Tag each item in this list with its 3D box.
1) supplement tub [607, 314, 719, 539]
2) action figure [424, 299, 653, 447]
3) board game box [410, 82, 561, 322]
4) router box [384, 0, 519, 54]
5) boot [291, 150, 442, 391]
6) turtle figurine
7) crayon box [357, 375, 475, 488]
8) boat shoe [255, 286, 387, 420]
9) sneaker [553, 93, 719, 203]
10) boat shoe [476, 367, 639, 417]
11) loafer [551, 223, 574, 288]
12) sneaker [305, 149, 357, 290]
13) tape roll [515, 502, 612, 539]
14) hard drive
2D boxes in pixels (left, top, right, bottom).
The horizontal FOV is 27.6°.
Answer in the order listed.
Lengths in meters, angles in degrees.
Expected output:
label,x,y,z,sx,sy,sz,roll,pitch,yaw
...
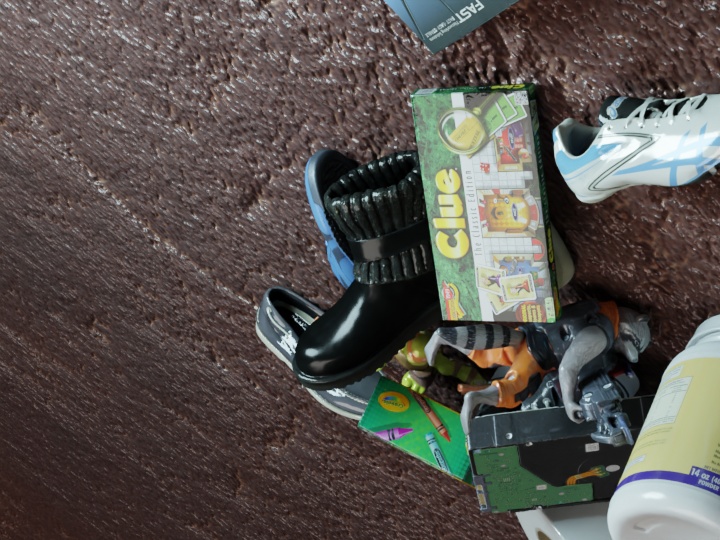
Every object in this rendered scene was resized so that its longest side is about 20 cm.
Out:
label,x,y,z,sx,sy,sz,roll,pitch,yaw
supplement tub,0.298,0.151,1.194,0.144,0.201,0.146,22,148,14
action figure,0.169,0.079,1.276,0.200,0.191,0.106,-126,22,-68
board game box,0.104,-0.053,1.211,0.103,0.023,0.203,1,113,27
router box,0.067,-0.255,1.027,0.150,0.062,0.199,44,150,-14
boot,0.000,-0.002,1.341,0.158,0.210,0.080,56,177,-37
turtle figurine,0.043,0.080,1.485,0.197,0.065,0.161,18,170,-4
crayon box,0.076,0.169,1.496,0.118,0.059,0.200,26,174,14
boat shoe,-0.037,0.089,1.601,0.199,0.072,0.063,37,145,22
sneaker,0.218,-0.100,1.076,0.199,0.072,0.073,-15,114,50
boat shoe,0.185,0.126,1.423,0.072,0.068,0.199,49,149,-21
loafer,0.115,-0.046,1.260,0.075,0.069,0.201,-8,128,51
sneaker,-0.016,-0.032,1.424,0.078,0.066,0.201,10,141,45
tape roll,0.237,0.291,1.511,0.204,0.070,0.203,55,171,14
hard drive,0.201,0.171,1.355,0.197,0.038,0.140,-9,144,7
